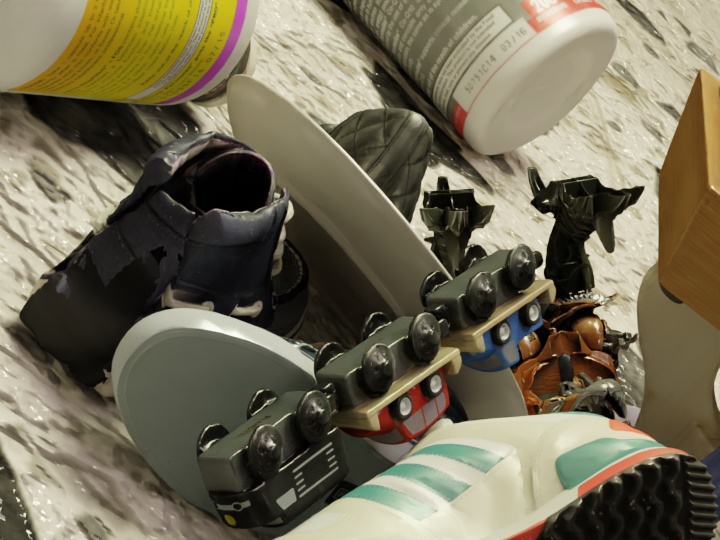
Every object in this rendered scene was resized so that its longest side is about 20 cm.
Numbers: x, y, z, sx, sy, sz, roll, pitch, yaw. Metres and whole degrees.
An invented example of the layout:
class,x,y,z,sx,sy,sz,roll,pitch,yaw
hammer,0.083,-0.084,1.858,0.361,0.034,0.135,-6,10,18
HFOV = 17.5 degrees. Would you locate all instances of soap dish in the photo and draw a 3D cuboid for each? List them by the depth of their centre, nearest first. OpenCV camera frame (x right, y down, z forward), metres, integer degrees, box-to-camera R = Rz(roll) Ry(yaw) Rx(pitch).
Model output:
class,x,y,z,sx,sy,sz,roll,pitch,yaw
soap dish,0.225,0.003,1.098,0.200,0.081,0.158,37,23,-10

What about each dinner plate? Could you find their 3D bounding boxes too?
class,x,y,z,sx,sy,sz,roll,pitch,yaw
dinner plate,0.000,0.000,1.015,0.200,0.024,0.200,49,-9,10

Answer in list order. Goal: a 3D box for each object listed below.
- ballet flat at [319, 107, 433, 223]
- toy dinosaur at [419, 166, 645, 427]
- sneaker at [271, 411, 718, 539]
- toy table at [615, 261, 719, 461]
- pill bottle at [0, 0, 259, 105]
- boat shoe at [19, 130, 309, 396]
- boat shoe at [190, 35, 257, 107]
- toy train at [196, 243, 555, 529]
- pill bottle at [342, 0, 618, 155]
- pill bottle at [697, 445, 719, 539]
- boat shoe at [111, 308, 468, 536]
class,x,y,z,sx,sy,sz,roll,pitch,yaw
ballet flat,0.006,-0.048,1.118,0.066,0.057,0.200,42,0,-8
toy dinosaur,0.068,0.028,1.082,0.102,0.137,0.199,-14,19,-36
sneaker,0.024,0.100,0.840,0.199,0.071,0.093,-17,23,-19
toy table,0.173,0.093,1.112,0.183,0.117,0.200,36,23,-15
pill bottle,-0.135,-0.127,1.011,0.104,0.104,0.200,50,23,19
boat shoe,-0.051,-0.009,0.946,0.075,0.093,0.200,45,21,8
boat shoe,-0.115,-0.168,1.165,0.200,0.067,0.057,57,9,26
toy train,0.012,0.041,0.855,0.200,0.034,0.046,-34,115,-45
pill bottle,0.052,-0.177,1.414,0.200,0.114,0.114,50,23,19
pill bottle,0.155,0.123,0.887,0.111,0.200,0.111,48,12,-14
boat shoe,-0.023,0.057,0.917,0.200,0.071,0.091,34,18,-33
